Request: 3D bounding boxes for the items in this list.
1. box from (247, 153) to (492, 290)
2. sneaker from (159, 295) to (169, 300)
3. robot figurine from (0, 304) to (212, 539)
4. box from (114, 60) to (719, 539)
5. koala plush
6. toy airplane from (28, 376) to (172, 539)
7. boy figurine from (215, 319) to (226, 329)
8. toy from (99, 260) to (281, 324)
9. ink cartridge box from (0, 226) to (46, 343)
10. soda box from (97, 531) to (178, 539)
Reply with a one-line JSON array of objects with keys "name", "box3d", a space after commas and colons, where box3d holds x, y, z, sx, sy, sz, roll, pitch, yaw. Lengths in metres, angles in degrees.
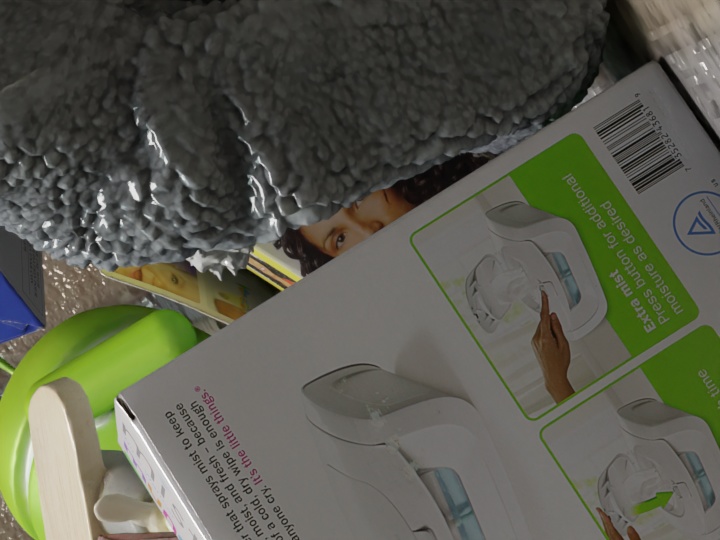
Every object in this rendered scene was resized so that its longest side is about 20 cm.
[{"name": "box", "box3d": [-0.033, -0.042, 0.970, 0.199, 0.076, 0.050, 31, 171, -5]}, {"name": "sneaker", "box3d": [-0.074, -0.072, 1.125, 0.118, 0.074, 0.201, -17, 113, 35]}, {"name": "robot figurine", "box3d": [-0.074, 0.088, 1.201, 0.199, 0.116, 0.175, 27, 169, 35]}, {"name": "box", "box3d": [0.059, 0.079, 0.771, 0.201, 0.176, 0.097, 56, 172, 11]}, {"name": "koala plush", "box3d": [-0.057, -0.079, 0.838, 0.178, 0.183, 0.200, 59, 171, -5]}, {"name": "toy airplane", "box3d": [-0.086, 0.167, 1.088, 0.200, 0.140, 0.200, 97, 156, -58]}, {"name": "boy figurine", "box3d": [-0.038, -0.028, 1.242, 0.064, 0.125, 0.201, 12, 137, 14]}, {"name": "toy", "box3d": [0.000, 0.000, 1.044, 0.199, 0.047, 0.115, 21, -157, -16]}, {"name": "ink cartridge box", "box3d": [-0.138, -0.078, 0.872, 0.094, 0.044, 0.201, 58, -163, -48]}, {"name": "soda box", "box3d": [-0.020, 0.166, 0.971, 0.063, 0.069, 0.200, -7, 141, 36]}]
